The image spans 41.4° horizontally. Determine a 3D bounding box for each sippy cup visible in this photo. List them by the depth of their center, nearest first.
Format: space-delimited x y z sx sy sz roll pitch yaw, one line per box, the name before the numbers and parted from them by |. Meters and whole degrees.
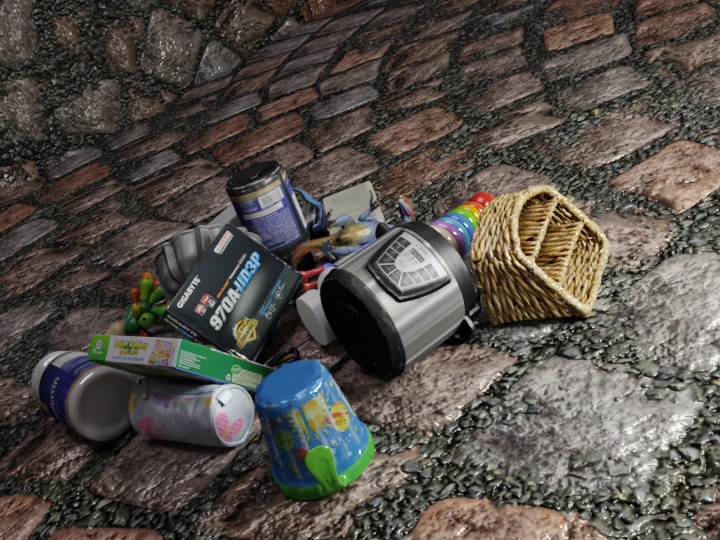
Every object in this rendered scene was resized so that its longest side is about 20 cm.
sippy cup | -0.065 0.187 1.173 0.177 0.131 0.139 5 36 45

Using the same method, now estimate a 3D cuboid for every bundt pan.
bundt pan | -0.253 0.012 1.642 0.200 0.202 0.076 -19 54 8

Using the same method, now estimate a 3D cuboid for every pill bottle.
pill bottle | 0.005 0.028 1.459 0.199 0.113 0.112 -33 26 -21
pill bottle | -0.439 0.191 1.504 0.115 0.117 0.199 -37 27 -29
pill bottle | -0.157 -0.086 1.721 0.111 0.202 0.112 -18 24 8

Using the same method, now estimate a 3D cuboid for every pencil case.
pencil case | -0.242 0.197 1.351 0.198 0.092 0.083 0 20 39

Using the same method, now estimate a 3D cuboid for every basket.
basket | 0.254 -0.036 1.338 0.147 0.144 0.200 -8 28 31

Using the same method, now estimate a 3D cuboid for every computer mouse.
computer mouse | -0.087 0.098 1.490 0.058 0.034 0.200 7 38 46

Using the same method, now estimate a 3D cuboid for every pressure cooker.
pressure cooker | 0.063 0.029 1.330 0.199 0.178 0.178 -33 24 -24

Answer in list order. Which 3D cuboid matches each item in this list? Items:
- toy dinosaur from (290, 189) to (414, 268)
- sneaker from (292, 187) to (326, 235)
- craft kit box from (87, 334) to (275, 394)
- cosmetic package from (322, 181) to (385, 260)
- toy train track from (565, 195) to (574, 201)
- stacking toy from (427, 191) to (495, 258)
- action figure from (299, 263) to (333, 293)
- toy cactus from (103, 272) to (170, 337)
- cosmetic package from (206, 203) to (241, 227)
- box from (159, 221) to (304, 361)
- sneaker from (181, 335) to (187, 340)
toy dinosaur | 0.004 -0.077 1.611 0.198 0.106 0.180 -12 -3 42
sneaker | -0.131 -0.113 1.910 0.082 0.072 0.199 -24 26 -20
craft kit box | -0.257 0.138 1.384 0.196 0.199 0.049 -4 71 37
cosmetic package | -0.006 -0.086 1.748 0.102 0.074 0.200 -20 25 3
toy train track | 0.286 -0.087 1.556 0.114 0.033 0.200 -31 19 -1
stacking toy | 0.171 -0.072 1.574 0.085 0.086 0.200 0 27 40
action figure | 0.000 0.000 1.598 0.198 0.052 0.066 -19 30 -3
toy cactus | -0.403 0.093 1.732 0.165 0.102 0.200 -43 28 0
cosmetic package | -0.227 -0.067 1.806 0.199 0.102 0.071 -40 26 -1
box | -0.199 0.043 1.511 0.046 0.158 0.201 -45 12 52
sneaker | -0.198 0.087 1.563 0.198 0.080 0.131 -27 28 -4
